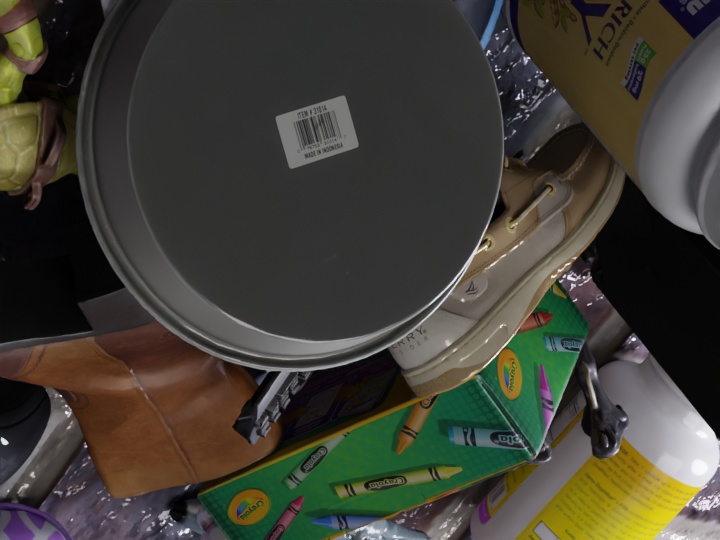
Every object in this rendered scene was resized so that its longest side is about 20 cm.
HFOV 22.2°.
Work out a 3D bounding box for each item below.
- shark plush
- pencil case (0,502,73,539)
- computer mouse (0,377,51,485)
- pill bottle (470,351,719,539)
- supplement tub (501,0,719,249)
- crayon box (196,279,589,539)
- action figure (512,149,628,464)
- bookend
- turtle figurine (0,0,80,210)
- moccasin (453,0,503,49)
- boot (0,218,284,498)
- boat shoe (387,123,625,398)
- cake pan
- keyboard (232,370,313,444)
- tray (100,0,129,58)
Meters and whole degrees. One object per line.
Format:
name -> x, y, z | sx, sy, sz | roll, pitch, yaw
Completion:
shark plush -> -0.034, 0.167, 1.139 | 0.091, 0.084, 0.200 | -43, 141, 11
pencil case -> -0.224, 0.225, 1.061 | 0.083, 0.086, 0.201 | 2, 130, -35
computer mouse -> -0.257, 0.115, 0.952 | 0.199, 0.046, 0.141 | 5, 126, -40
pill bottle -> 0.171, 0.134, 1.239 | 0.104, 0.105, 0.200 | 18, 119, -46
supplement tub -> 0.173, -0.110, 0.908 | 0.144, 0.201, 0.146 | -20, 140, -18
crayon box -> 0.017, 0.076, 0.993 | 0.199, 0.119, 0.058 | -26, 109, 34
action figure -> 0.092, 0.015, 1.067 | 0.118, 0.102, 0.202 | -20, 114, -6
bookend -> 0.207, -0.012, 1.043 | 0.092, 0.200, 0.200 | -28, 138, -7
turtle figurine -> -0.141, -0.071, 0.828 | 0.160, 0.065, 0.201 | -4, 132, -33
moccasin -> 0.033, -0.162, 0.866 | 0.068, 0.080, 0.202 | 10, 110, -36
boot -> -0.149, 0.054, 0.908 | 0.186, 0.069, 0.201 | -20, 147, 0
boat shoe -> 0.069, -0.024, 0.924 | 0.073, 0.069, 0.200 | -25, -161, 46
cake pan -> -0.022, -0.056, 0.795 | 0.198, 0.037, 0.203 | 0, 91, -21
keyboard -> 0.000, 0.000, 0.899 | 0.201, 0.021, 0.127 | -55, 180, -11
tray -> -0.058, -0.096, 0.813 | 0.106, 0.022, 0.202 | -16, 97, -21
